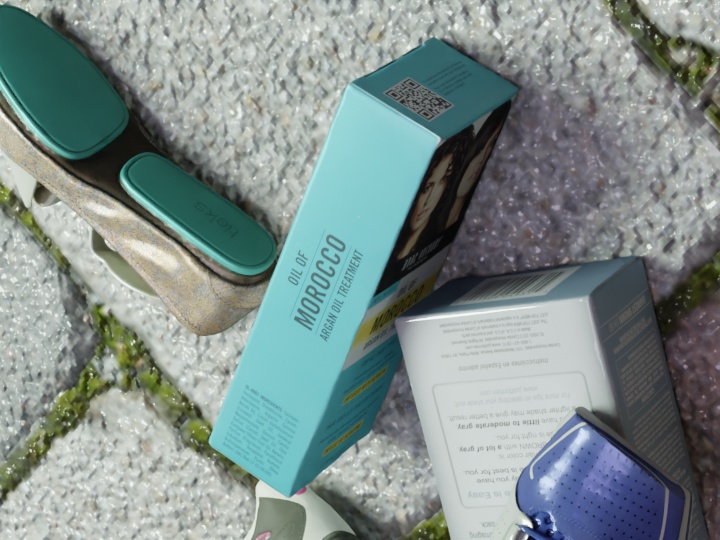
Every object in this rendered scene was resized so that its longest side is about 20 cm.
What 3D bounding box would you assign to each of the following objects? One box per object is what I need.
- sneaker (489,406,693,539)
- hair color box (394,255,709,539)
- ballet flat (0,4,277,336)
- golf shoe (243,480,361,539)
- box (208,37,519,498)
[{"bbox_3d":[0.060,0.162,0.901,0.080,0.115,0.200,34,106,12],"label":"sneaker"},{"bbox_3d":[0.093,0.101,0.980,0.099,0.061,0.201,-7,104,32],"label":"hair color box"},{"bbox_3d":[-0.127,-0.042,1.059,0.200,0.068,0.067,45,132,12],"label":"ballet flat"},{"bbox_3d":[-0.054,0.190,1.109,0.088,0.077,0.200,54,126,28],"label":"golf shoe"},{"bbox_3d":[0.000,0.000,0.986,0.049,0.082,0.201,32,122,16],"label":"box"}]
